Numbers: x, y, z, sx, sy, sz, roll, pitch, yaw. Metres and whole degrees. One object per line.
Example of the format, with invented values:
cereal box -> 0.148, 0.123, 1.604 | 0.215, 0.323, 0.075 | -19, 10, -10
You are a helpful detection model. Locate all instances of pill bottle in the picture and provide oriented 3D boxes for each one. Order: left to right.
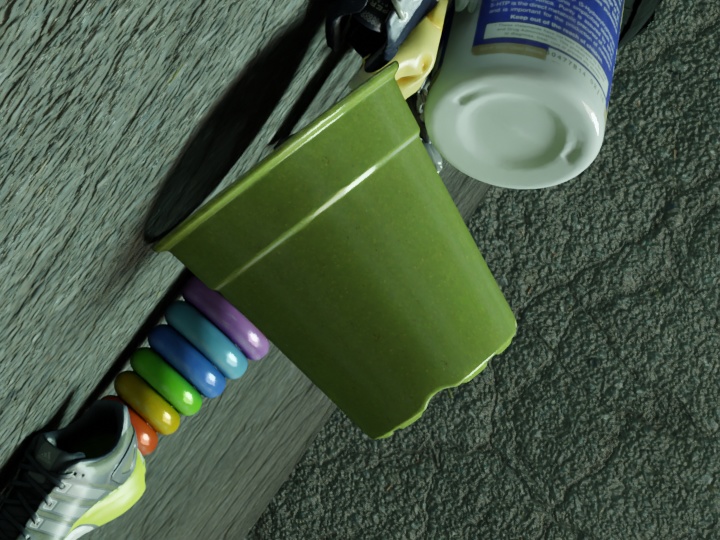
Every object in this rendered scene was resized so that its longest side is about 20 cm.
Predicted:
pill bottle -> 0.115, -0.166, 1.601 | 0.120, 0.119, 0.201 | 120, -14, -52

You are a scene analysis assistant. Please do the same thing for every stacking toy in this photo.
stacking toy -> -0.144, 0.087, 1.753 | 0.200, 0.085, 0.085 | -49, 174, -6

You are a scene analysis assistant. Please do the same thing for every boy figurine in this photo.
boy figurine -> 0.018, -0.149, 1.695 | 0.200, 0.064, 0.124 | -56, 176, 17

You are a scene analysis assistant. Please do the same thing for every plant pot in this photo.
plant pot -> 0.000, 0.000, 1.544 | 0.200, 0.190, 0.200 | -37, -177, 2

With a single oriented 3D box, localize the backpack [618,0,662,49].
backpack -> 0.215, -0.280, 2.091 | 0.178, 0.150, 0.200 | -49, 166, -19

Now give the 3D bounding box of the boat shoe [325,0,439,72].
boat shoe -> 0.034, -0.194, 1.468 | 0.093, 0.074, 0.200 | -59, 178, -25

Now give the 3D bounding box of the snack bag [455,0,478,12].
snack bag -> 0.117, -0.288, 1.519 | 0.200, 0.021, 0.189 | 124, -16, -48

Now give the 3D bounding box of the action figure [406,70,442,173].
action figure -> 0.061, -0.116, 1.825 | 0.118, 0.103, 0.200 | -10, 165, -40

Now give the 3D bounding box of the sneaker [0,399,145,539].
sneaker -> -0.223, 0.157, 1.628 | 0.200, 0.074, 0.081 | -45, 149, -40
